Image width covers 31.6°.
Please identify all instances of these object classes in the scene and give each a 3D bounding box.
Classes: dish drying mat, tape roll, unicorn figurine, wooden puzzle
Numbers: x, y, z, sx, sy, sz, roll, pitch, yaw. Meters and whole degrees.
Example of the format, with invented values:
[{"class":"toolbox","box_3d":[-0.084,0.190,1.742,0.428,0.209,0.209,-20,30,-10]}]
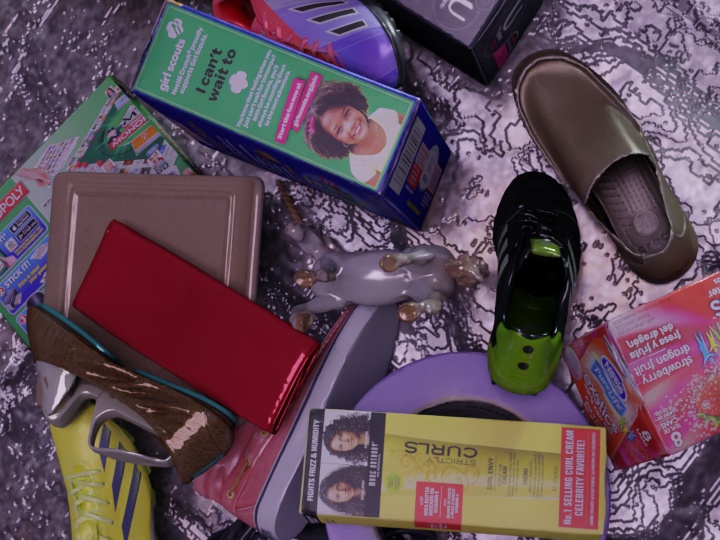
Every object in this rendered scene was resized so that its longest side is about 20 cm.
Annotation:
[{"class":"dish drying mat","box_3d":[-0.124,0.040,0.936,0.199,0.018,0.077,29,97,24]},{"class":"tape roll","box_3d":[0.075,0.164,0.911,0.198,0.085,0.202,-1,76,5]},{"class":"unicorn figurine","box_3d":[0.000,0.000,0.931,0.198,0.137,0.075,14,106,15]},{"class":"wooden puzzle","box_3d":[-0.162,0.019,0.984,0.198,0.037,0.187,3,86,24]}]

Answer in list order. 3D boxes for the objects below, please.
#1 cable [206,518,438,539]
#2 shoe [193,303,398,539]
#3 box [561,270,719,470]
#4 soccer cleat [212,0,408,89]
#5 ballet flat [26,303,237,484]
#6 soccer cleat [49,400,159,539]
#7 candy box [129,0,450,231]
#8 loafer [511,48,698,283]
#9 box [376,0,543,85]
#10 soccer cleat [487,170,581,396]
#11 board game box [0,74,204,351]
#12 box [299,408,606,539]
[{"class":"cable","box_3d":[-0.032,0.246,0.972,0.199,0.051,0.164,-30,72,1]},{"class":"shoe","box_3d":[-0.051,0.098,0.971,0.090,0.071,0.201,20,77,31]},{"class":"box","box_3d":[0.250,0.050,0.859,0.199,0.100,0.096,-22,80,-15]},{"class":"soccer cleat","box_3d":[-0.038,-0.174,0.942,0.073,0.069,0.200,-23,38,-23]},{"class":"ballet flat","box_3d":[-0.184,0.094,0.927,0.199,0.068,0.073,28,70,18]},{"class":"soccer cleat","box_3d":[-0.194,0.194,0.965,0.064,0.084,0.202,-12,101,35]},{"class":"candy box","box_3d":[-0.045,-0.108,0.934,0.199,0.169,0.078,22,88,13]},{"class":"loafer","box_3d":[0.181,-0.083,0.934,0.076,0.067,0.201,-37,79,7]},{"class":"box","box_3d":[0.036,-0.243,0.950,0.199,0.122,0.107,34,93,13]},{"class":"soccer cleat","box_3d":[0.126,-0.005,0.897,0.067,0.081,0.201,10,50,1]},{"class":"board game box","box_3d":[-0.228,-0.041,1.042,0.200,0.029,0.135,-44,78,6]},{"class":"box","box_3d":[0.062,0.137,0.850,0.198,0.050,0.076,4,74,5]}]
